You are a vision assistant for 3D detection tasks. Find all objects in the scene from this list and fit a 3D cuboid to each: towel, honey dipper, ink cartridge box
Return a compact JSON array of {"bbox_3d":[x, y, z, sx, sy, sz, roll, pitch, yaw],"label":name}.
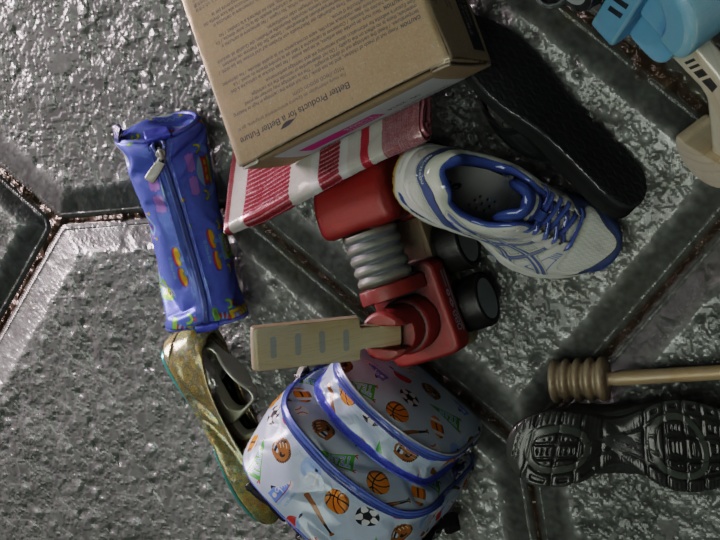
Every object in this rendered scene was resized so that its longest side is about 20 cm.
[{"bbox_3d":[-0.025,-0.116,1.156,0.199,0.145,0.023,-25,133,30],"label":"towel"},{"bbox_3d":[0.250,0.084,1.155,0.199,0.038,0.038,-5,106,24],"label":"honey dipper"},{"bbox_3d":[-0.023,-0.188,1.070,0.199,0.075,0.166,-23,84,30],"label":"ink cartridge box"}]

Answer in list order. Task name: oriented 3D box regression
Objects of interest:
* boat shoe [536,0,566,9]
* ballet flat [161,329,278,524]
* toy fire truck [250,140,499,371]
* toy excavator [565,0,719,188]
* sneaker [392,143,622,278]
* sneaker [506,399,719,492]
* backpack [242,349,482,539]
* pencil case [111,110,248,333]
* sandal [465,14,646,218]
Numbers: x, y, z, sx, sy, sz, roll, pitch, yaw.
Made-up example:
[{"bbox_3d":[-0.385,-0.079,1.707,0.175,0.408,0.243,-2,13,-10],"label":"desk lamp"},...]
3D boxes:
[{"bbox_3d":[0.142,-0.293,1.049,0.073,0.068,0.200,11,112,20],"label":"boat shoe"},{"bbox_3d":[-0.112,0.140,1.322,0.071,0.071,0.201,-27,94,29],"label":"ballet flat"},{"bbox_3d":[0.000,0.000,1.134,0.128,0.200,0.177,-17,92,28],"label":"toy fire truck"},{"bbox_3d":[0.231,-0.170,1.017,0.200,0.100,0.195,51,160,12],"label":"toy excavator"},{"bbox_3d":[0.122,-0.040,1.095,0.199,0.088,0.076,17,88,-20],"label":"sneaker"},{"bbox_3d":[0.216,0.134,1.170,0.199,0.091,0.076,4,95,1],"label":"sneaker"},{"bbox_3d":[0.001,0.155,1.204,0.200,0.190,0.154,34,118,10],"label":"backpack"},{"bbox_3d":[-0.156,-0.041,1.265,0.078,0.087,0.201,-12,105,2],"label":"pencil case"},{"bbox_3d":[0.136,-0.113,1.118,0.201,0.075,0.048,48,137,2],"label":"sandal"}]
